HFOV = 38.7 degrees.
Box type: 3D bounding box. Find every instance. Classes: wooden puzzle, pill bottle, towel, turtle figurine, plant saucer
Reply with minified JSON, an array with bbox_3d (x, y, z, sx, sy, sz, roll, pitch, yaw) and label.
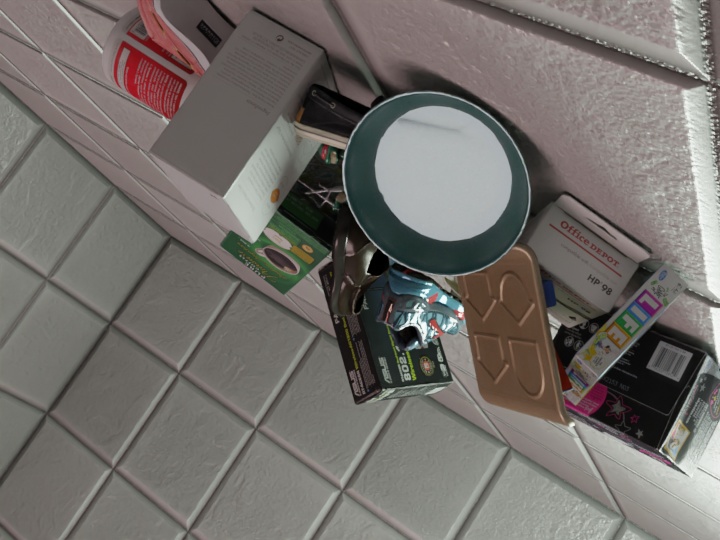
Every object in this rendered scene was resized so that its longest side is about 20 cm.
[{"bbox_3d":[0.169,0.062,1.126,0.185,0.046,0.203,-177,71,-70],"label":"wooden puzzle"},{"bbox_3d":[-0.235,-0.255,1.360,0.199,0.113,0.112,33,170,14],"label":"pill bottle"},{"bbox_3d":[-0.092,-0.122,1.409,0.198,0.049,0.171,-25,133,30],"label":"towel"},{"bbox_3d":[0.011,-0.113,1.252,0.197,0.102,0.150,21,176,4],"label":"turtle figurine"},{"bbox_3d":[0.079,-0.091,1.037,0.197,0.036,0.203,11,122,18],"label":"plant saucer"}]

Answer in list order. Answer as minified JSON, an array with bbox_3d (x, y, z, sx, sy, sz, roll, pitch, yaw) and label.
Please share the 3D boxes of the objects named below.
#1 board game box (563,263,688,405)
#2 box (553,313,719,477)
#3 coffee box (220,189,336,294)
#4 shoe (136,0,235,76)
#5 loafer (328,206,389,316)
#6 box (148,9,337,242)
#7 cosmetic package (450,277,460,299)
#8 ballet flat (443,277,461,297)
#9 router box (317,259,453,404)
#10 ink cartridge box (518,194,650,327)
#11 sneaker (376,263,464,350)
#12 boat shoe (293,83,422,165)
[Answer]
[{"bbox_3d":[0.280,0.075,1.120,0.034,0.134,0.200,44,173,14],"label":"board game box"},{"bbox_3d":[0.335,0.142,1.265,0.199,0.133,0.114,24,172,45],"label":"box"},{"bbox_3d":[-0.110,-0.044,1.390,0.122,0.044,0.200,36,152,-7],"label":"coffee box"},{"bbox_3d":[-0.190,-0.275,1.259,0.200,0.072,0.091,48,166,-32],"label":"shoe"},{"bbox_3d":[0.000,0.000,1.282,0.070,0.074,0.201,9,151,4],"label":"loafer"},{"bbox_3d":[-0.124,-0.161,1.172,0.106,0.201,0.152,31,169,15],"label":"box"},{"bbox_3d":[0.182,0.024,1.397,0.103,0.074,0.200,34,170,8],"label":"cosmetic package"},{"bbox_3d":[0.168,0.013,1.259,0.197,0.076,0.068,20,-165,-9],"label":"ballet flat"},{"bbox_3d":[0.036,0.078,1.434,0.148,0.203,0.062,-1,157,-44],"label":"router box"},{"bbox_3d":[0.225,-0.006,1.124,0.115,0.067,0.200,35,171,3],"label":"ink cartridge box"},{"bbox_3d":[0.074,0.060,1.369,0.079,0.097,0.200,25,175,33],"label":"sneaker"},{"bbox_3d":[0.025,-0.154,1.099,0.197,0.063,0.075,17,-167,12],"label":"boat shoe"}]
